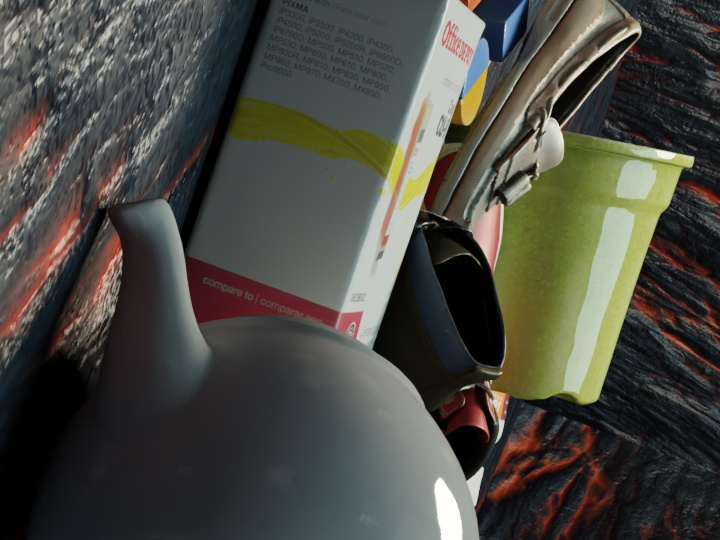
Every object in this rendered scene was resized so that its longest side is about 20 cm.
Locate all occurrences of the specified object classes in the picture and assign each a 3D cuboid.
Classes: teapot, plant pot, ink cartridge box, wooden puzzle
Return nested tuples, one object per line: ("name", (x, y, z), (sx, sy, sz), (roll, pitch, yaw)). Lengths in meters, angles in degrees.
("teapot", (-0.034, 0.088, 0.839), (0.200, 0.196, 0.147), (116, -11, -55))
("plant pot", (0.122, -0.007, 1.450), (0.200, 0.198, 0.186), (-8, 109, -80))
("ink cartridge box", (-0.015, -0.045, 0.973), (0.145, 0.083, 0.202), (-5, 114, -81))
("wooden puzzle", (0.066, -0.165, 1.199), (0.185, 0.046, 0.202), (-53, 156, -56))

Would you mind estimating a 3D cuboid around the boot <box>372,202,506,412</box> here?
("boot", (0.032, -0.022, 1.089), (0.074, 0.097, 0.202), (2, 77, -41))

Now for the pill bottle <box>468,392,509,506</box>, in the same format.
("pill bottle", (0.064, 0.074, 1.570), (0.110, 0.108, 0.202), (55, 46, -80))

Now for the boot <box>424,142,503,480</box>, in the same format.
("boot", (0.065, 0.029, 1.308), (0.144, 0.072, 0.202), (-119, -145, -65))

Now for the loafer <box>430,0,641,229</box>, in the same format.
("loafer", (0.110, -0.096, 1.250), (0.201, 0.063, 0.072), (-60, 176, -24))
